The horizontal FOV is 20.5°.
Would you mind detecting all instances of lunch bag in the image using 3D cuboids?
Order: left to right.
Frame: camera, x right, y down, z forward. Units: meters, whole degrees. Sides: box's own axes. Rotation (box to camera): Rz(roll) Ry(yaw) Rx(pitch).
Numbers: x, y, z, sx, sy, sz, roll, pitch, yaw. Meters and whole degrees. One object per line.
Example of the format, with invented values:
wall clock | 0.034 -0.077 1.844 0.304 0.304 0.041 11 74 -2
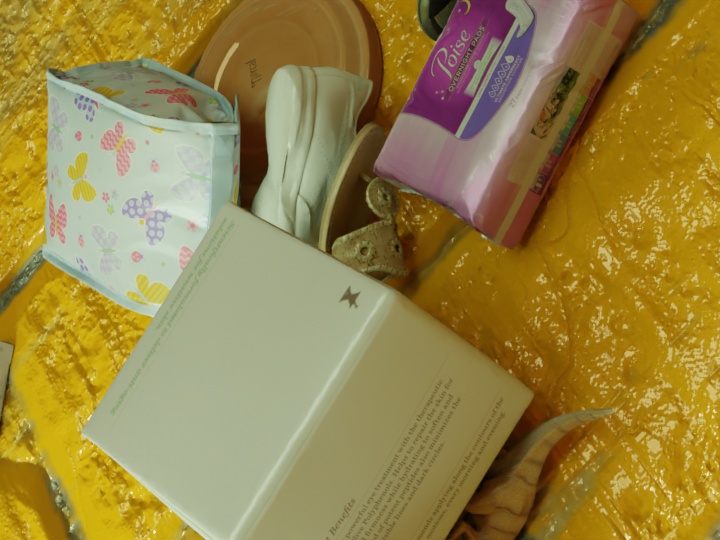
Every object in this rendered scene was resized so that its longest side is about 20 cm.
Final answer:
lunch bag | -0.159 -0.063 1.584 0.200 0.127 0.170 27 120 49

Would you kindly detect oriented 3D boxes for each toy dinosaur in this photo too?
toy dinosaur | 0.101 0.146 1.378 0.106 0.060 0.200 37 111 28

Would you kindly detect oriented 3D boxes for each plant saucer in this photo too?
plant saucer | -0.070 -0.146 1.627 0.200 0.032 0.201 -15 66 36

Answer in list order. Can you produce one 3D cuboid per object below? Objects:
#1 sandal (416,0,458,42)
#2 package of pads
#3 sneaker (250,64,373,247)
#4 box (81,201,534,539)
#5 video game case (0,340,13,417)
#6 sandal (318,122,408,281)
sandal | 0.057 -0.254 1.528 0.057 0.080 0.201 -20 54 28
package of pads | 0.102 -0.129 1.446 0.120 0.076 0.200 31 96 40
sneaker | -0.033 -0.059 1.543 0.075 0.088 0.200 -132 48 -55
box | -0.037 0.097 1.351 0.200 0.171 0.199 29 85 47
video game case | -0.408 0.153 1.803 0.200 0.045 0.182 -4 74 39
sandal | 0.002 0.000 1.504 0.070 0.078 0.212 25 99 22
